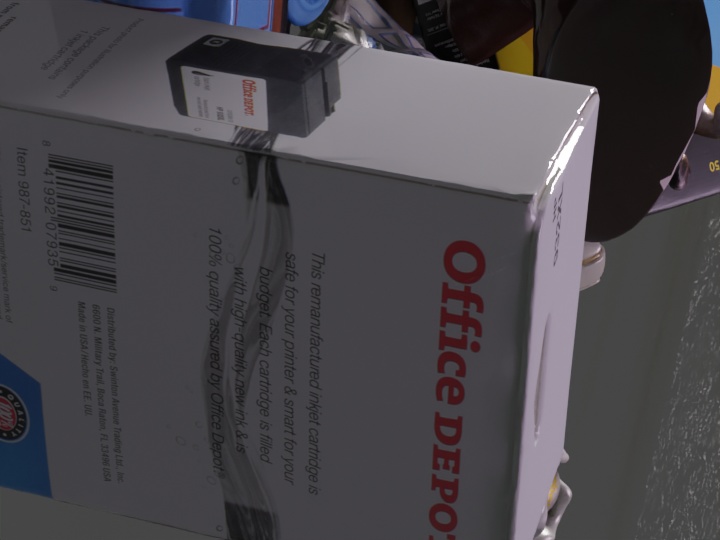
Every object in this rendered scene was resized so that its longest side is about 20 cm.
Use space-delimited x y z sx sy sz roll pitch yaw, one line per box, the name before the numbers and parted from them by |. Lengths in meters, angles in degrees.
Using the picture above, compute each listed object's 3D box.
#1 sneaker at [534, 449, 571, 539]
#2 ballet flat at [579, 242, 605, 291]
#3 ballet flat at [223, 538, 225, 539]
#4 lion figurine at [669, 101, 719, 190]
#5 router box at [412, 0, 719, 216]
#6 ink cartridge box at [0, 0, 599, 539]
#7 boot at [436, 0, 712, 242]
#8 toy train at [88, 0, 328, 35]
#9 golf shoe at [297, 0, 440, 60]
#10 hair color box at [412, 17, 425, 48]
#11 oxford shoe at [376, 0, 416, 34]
sneaker | 0.062 0.093 1.061 0.200 0.081 0.077 56 52 -69
ballet flat | 0.109 -0.031 1.076 0.200 0.065 0.071 -55 156 -23
ballet flat | -0.028 0.111 0.995 0.067 0.064 0.200 -51 152 -3
lion figurine | 0.112 -0.138 0.935 0.072 0.122 0.201 3 92 -35
router box | 0.124 -0.100 1.027 0.200 0.051 0.150 -17 93 -41
ink cartridge box | -0.035 0.005 0.649 0.084 0.200 0.145 -57 154 -54
boot | 0.071 -0.098 0.851 0.200 0.064 0.187 174 -71 -70
toy train | -0.058 -0.107 0.725 0.114 0.087 0.200 -33 135 -58
golf shoe | 0.008 -0.070 0.885 0.078 0.097 0.200 -61 -167 16
hair color box | 0.061 -0.088 1.142 0.200 0.099 0.061 78 27 -57
oxford shoe | 0.041 -0.184 1.031 0.073 0.084 0.200 62 43 -70
